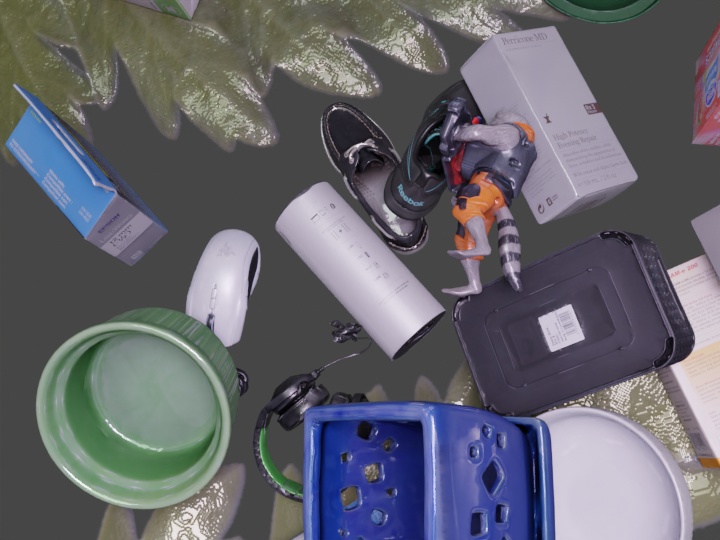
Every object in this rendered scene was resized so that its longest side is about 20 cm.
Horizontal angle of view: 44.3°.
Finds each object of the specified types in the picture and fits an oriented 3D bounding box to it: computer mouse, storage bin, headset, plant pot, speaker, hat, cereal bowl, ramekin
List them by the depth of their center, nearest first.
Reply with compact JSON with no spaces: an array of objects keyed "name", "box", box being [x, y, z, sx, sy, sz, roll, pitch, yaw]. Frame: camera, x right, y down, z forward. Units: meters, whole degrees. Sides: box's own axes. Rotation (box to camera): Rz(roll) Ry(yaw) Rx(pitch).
[{"name":"plant pot","box":[0.071,0.223,0.826,0.179,0.200,0.201,6,79,-36]},{"name":"cereal bowl","box":[0.230,0.232,0.869,0.200,0.083,0.201,-6,80,37]},{"name":"storage bin","box":[0.209,0.057,0.879,0.200,0.094,0.136,-27,75,29]},{"name":"ramekin","box":[-0.222,0.135,0.921,0.199,0.098,0.201,1,105,6]},{"name":"headset","box":[-0.042,0.149,0.930,0.123,0.094,0.201,22,94,11]},{"name":"hat","box":[0.281,-0.377,0.952,0.200,0.176,0.166,25,83,11]},{"name":"speaker","box":[0.000,0.000,0.961,0.081,0.081,0.200,-42,77,-3]},{"name":"computer mouse","box":[-0.165,0.046,0.991,0.109,0.044,0.201,8,80,9]}]

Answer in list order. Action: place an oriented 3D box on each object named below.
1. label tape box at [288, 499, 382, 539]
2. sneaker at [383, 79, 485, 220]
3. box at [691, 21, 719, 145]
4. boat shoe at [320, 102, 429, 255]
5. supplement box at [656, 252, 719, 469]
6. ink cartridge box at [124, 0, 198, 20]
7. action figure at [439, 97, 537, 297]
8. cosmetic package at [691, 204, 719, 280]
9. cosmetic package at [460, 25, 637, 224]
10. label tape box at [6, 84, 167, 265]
[{"name":"label tape box","box":[-0.033,0.337,0.907,0.200,0.066,0.144,-32,77,1]},{"name":"sneaker","box":[0.096,-0.141,0.955,0.075,0.079,0.200,30,60,-3]},{"name":"box","box":[0.406,-0.202,0.891,0.094,0.200,0.103,6,79,8]},{"name":"boat shoe","box":[0.013,-0.110,0.992,0.074,0.060,0.200,-26,77,2]},{"name":"supplement box","box":[0.369,0.085,0.903,0.126,0.074,0.201,-23,77,2]},{"name":"ink cartridge box","box":[-0.297,-0.374,1.052,0.199,0.117,0.068,18,84,10]},{"name":"action figure","box":[0.133,-0.068,0.881,0.104,0.200,0.194,10,70,20]},{"name":"cosmetic package","box":[0.431,-0.051,0.860,0.200,0.107,0.090,-12,73,-33]},{"name":"cosmetic package","box":[0.201,-0.159,0.954,0.101,0.074,0.200,-18,77,-33]},{"name":"label tape box","box":[-0.302,-0.095,0.947,0.066,0.200,0.143,-43,77,-2]}]
